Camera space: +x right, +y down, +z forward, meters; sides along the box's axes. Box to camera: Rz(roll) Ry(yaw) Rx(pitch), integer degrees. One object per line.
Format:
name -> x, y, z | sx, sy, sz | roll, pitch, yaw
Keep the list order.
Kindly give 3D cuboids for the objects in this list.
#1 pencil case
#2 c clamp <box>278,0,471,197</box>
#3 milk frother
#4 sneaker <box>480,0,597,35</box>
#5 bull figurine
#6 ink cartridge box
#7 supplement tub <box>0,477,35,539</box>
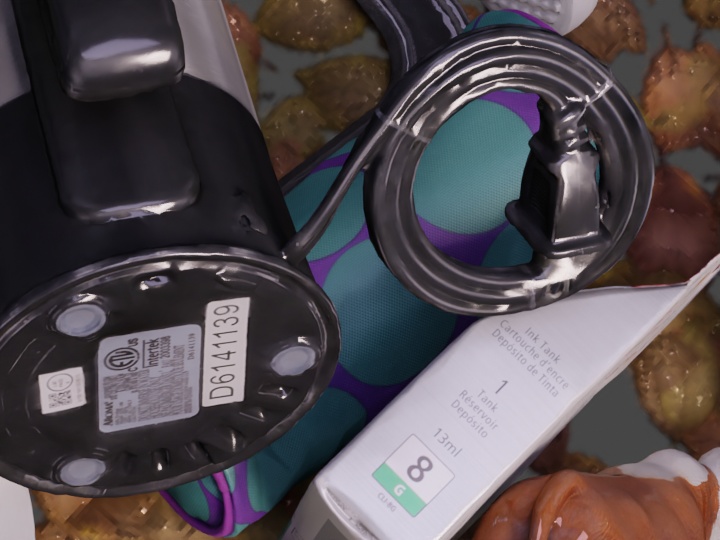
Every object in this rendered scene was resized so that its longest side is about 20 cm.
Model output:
pencil case -> 0.000, 0.000, 1.020 | 0.200, 0.092, 0.085 | -39, 123, -19
c clamp -> -0.047, -0.084, 1.072 | 0.200, 0.027, 0.171 | -45, 97, -17
milk frother -> -0.037, -0.055, 0.928 | 0.200, 0.181, 0.188 | 2, 49, -25
sneaker -> 0.059, -0.187, 1.087 | 0.082, 0.074, 0.200 | -22, 96, -31
bull figurine -> 0.082, 0.113, 1.008 | 0.065, 0.200, 0.122 | 18, 92, 27
ink cartridge box -> 0.058, 0.032, 1.000 | 0.050, 0.161, 0.200 | 43, 75, 5
supplement tub -> -0.218, 0.087, 0.931 | 0.200, 0.145, 0.145 | -22, 86, -28
